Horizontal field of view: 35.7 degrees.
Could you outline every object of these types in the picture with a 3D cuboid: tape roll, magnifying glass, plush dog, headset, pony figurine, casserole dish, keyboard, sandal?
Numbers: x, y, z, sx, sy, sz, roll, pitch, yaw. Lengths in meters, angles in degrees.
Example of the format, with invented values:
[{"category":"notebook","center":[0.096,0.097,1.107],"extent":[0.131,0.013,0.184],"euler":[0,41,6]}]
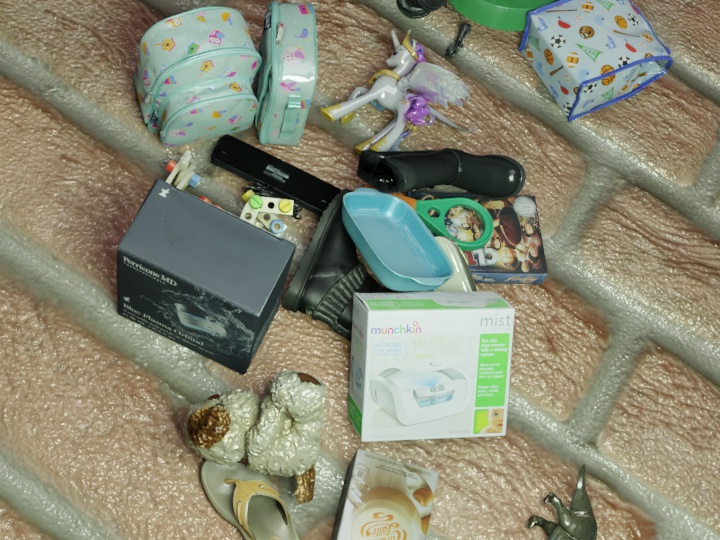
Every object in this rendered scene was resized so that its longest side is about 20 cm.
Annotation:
[{"category":"tape roll","center":[0.238,-0.482,1.859],"extent":[0.198,0.048,0.202],"euler":[4,51,-5]},{"category":"magnifying glass","center":[0.098,-0.084,1.624],"extent":[0.198,0.022,0.080],"euler":[19,61,-5]},{"category":"plush dog","center":[-0.136,0.201,1.391],"extent":[0.170,0.200,0.162],"euler":[6,84,-4]},{"category":"headset","center":[0.094,-0.433,1.794],"extent":[0.199,0.123,0.094],"euler":[33,85,-15]},{"category":"pony figurine","center":[0.068,-0.254,1.683],"extent":[0.193,0.167,0.200],"euler":[39,77,17]},{"category":"casserole dish","center":[0.044,-0.036,1.506],"extent":[0.120,0.039,0.201],"euler":[0,41,-35]},{"category":"keyboard","center":[-0.131,-0.123,1.631],"extent":[0.199,0.040,0.104],"euler":[26,38,2]},{"category":"sandal","center":[-0.127,0.304,1.392],"extent":[0.080,0.054,0.201],"euler":[-26,65,-24]}]

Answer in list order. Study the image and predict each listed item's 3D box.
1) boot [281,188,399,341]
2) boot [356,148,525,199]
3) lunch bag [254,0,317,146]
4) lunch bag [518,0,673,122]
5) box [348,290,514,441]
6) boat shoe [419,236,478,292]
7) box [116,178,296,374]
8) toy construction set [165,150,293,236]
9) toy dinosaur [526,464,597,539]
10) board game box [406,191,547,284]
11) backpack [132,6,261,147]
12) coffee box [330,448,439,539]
[{"category":"boot","center":[0.000,0.002,1.561],"extent":[0.157,0.080,0.212],"euler":[23,69,5]},{"category":"boot","center":[0.116,-0.138,1.590],"extent":[0.199,0.164,0.066],"euler":[-4,104,-48]},{"category":"lunch bag","center":[-0.109,-0.279,1.612],"extent":[0.076,0.200,0.162],"euler":[4,64,-9]},{"category":"lunch bag","center":[0.384,-0.359,1.811],"extent":[0.199,0.124,0.171],"euler":[-26,69,-16]},{"category":"box","center":[0.090,0.121,1.467],"extent":[0.198,0.097,0.178],"euler":[0,104,-13]},{"category":"boat shoe","center":[0.137,0.049,1.563],"extent":[0.071,0.060,0.204],"euler":[-16,90,18]},{"category":"box","center":[-0.204,0.013,1.442],"extent":[0.195,0.200,0.118],"euler":[25,61,2]},{"category":"toy construction set","center":[-0.202,-0.085,1.554],"extent":[0.199,0.092,0.132],"euler":[30,85,12]},{"category":"toy dinosaur","center":[0.268,0.355,1.459],"extent":[0.102,0.077,0.201],"euler":[30,55,-10]},{"category":"board game box","center":[0.170,-0.048,1.652],"extent":[0.198,0.035,0.137],"euler":[1,63,-12]},{"category":"backpack","center":[-0.227,-0.275,1.583],"extent":[0.174,0.200,0.154],"euler":[-14,68,-20]},{"category":"coffee box","center":[0.021,0.341,1.394],"extent":[0.113,0.080,0.201],"euler":[16,61,-4]}]
